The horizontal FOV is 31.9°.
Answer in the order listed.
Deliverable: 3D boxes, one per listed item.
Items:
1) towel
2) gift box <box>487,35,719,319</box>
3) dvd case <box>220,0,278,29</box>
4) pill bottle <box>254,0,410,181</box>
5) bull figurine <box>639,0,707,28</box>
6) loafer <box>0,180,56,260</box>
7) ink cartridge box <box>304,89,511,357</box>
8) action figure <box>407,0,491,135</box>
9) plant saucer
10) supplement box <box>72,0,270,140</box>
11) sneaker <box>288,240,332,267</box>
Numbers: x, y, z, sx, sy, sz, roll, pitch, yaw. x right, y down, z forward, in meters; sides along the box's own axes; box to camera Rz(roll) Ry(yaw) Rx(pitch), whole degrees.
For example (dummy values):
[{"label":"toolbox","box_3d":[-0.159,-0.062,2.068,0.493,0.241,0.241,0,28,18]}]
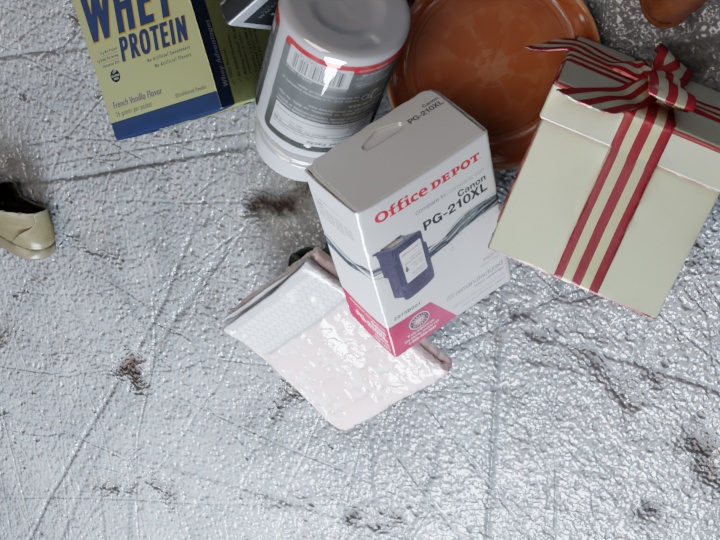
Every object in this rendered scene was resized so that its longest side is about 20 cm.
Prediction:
[{"label":"towel","box_3d":[-0.030,0.078,1.314,0.191,0.032,0.200,41,141,-12]},{"label":"gift box","box_3d":[0.211,-0.097,1.084,0.200,0.185,0.187,22,117,0]},{"label":"dvd case","box_3d":[-0.015,-0.270,1.159,0.150,0.200,0.025,-34,78,32]},{"label":"pill bottle","box_3d":[-0.033,-0.174,1.131,0.114,0.114,0.200,43,150,10]},{"label":"bull figurine","box_3d":[0.305,-0.293,1.060,0.200,0.065,0.122,-37,83,30]},{"label":"loafer","box_3d":[-0.452,-0.082,1.532,0.200,0.076,0.068,24,115,9]},{"label":"ink cartridge box","box_3d":[0.049,-0.041,1.150,0.084,0.145,0.200,44,160,39]},{"label":"action figure","box_3d":[0.086,-0.186,1.206,0.118,0.055,0.200,-13,114,0]},{"label":"plant saucer","box_3d":[0.121,-0.189,1.162,0.200,0.032,0.201,-1,119,-3]},{"label":"supplement box","box_3d":[-0.161,-0.254,1.242,0.134,0.200,0.201,-12,100,31]},{"label":"sneaker","box_3d":[0.000,0.000,1.308,0.200,0.074,0.085,-14,98,31]}]
